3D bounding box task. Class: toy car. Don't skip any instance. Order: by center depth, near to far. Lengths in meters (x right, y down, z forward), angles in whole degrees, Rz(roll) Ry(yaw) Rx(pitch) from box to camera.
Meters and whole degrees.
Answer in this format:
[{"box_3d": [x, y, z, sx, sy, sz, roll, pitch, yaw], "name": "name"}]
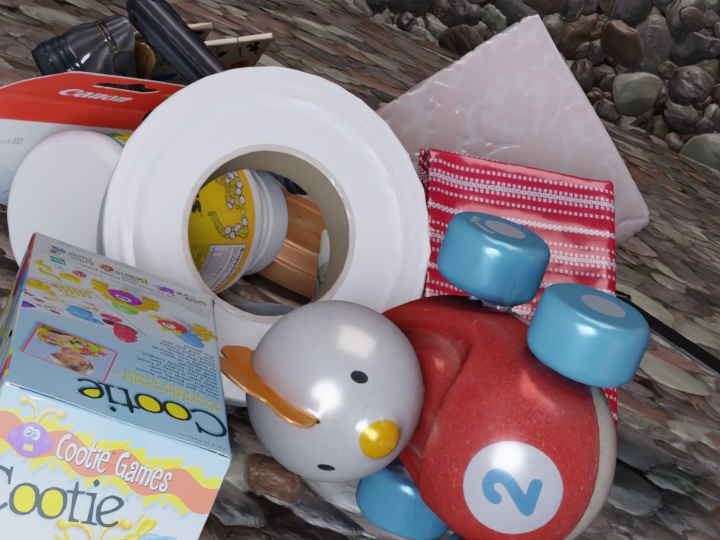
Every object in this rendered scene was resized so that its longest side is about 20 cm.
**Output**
[{"box_3d": [0.016, 0.075, 0.860, 0.198, 0.186, 0.177, 6, 23, -34], "name": "toy car"}]

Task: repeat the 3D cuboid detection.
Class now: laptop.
[{"box_3d": [0.182, 0.075, 1.216, 0.117, 0.198, 0.187, 69, 16, 11], "name": "laptop"}]

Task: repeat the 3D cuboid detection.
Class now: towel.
[{"box_3d": [0.100, 0.018, 1.058, 0.143, 0.202, 0.023, 10, -27, -13], "name": "towel"}, {"box_3d": [0.103, -0.069, 1.266, 0.192, 0.199, 0.032, 59, -15, -4], "name": "towel"}]

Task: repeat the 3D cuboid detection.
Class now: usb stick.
[{"box_3d": [-0.102, -0.132, 1.205, 0.200, 0.033, 0.055, 47, 6, 19], "name": "usb stick"}]

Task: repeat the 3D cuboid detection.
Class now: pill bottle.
[{"box_3d": [-0.137, -0.036, 1.124, 0.112, 0.114, 0.199, 31, 16, 27], "name": "pill bottle"}]

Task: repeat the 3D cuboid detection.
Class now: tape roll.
[{"box_3d": [-0.059, -0.018, 0.994, 0.201, 0.204, 0.071, 21, -11, -9], "name": "tape roll"}]

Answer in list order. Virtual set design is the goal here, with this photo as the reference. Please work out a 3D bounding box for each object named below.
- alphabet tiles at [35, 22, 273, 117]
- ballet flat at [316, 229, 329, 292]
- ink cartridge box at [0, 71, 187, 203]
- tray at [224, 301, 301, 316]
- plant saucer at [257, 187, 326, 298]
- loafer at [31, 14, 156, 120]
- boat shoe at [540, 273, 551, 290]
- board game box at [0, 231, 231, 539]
[{"box_3d": [-0.176, -0.159, 1.341, 0.198, 0.167, 0.008, -12, 75, -27], "name": "alphabet tiles"}, {"box_3d": [0.000, 0.000, 1.197, 0.068, 0.072, 0.200, -15, -7, 4], "name": "ballet flat"}, {"box_3d": [-0.213, -0.085, 1.101, 0.198, 0.048, 0.160, -11, -5, 31], "name": "ink cartridge box"}, {"box_3d": [-0.036, 0.041, 1.136, 0.199, 0.022, 0.107, 9, -6, -44], "name": "tray"}, {"box_3d": [-0.054, -0.028, 1.358, 0.199, 0.033, 0.200, 26, 15, -8], "name": "plant saucer"}, {"box_3d": [-0.183, -0.141, 1.230, 0.073, 0.072, 0.200, 58, 0, 3], "name": "loafer"}, {"box_3d": [0.051, 0.061, 1.087, 0.198, 0.069, 0.072, -21, 22, -14], "name": "boat shoe"}, {"box_3d": [-0.130, 0.074, 0.776, 0.104, 0.104, 0.200, 20, 15, -13], "name": "board game box"}]
